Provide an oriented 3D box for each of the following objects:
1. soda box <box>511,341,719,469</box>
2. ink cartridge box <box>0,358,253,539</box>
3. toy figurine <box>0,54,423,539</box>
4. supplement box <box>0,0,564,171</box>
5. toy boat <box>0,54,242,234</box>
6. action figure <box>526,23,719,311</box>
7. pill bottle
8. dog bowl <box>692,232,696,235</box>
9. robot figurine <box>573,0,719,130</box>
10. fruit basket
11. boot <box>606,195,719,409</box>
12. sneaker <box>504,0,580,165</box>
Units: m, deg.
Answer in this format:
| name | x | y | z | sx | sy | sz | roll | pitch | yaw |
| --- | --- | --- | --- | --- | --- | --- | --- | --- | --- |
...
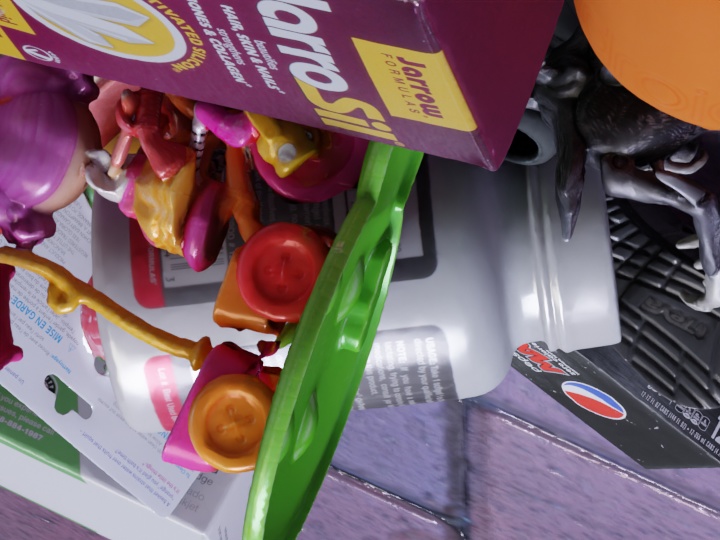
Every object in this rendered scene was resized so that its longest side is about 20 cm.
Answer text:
| name | x | y | z | sx | sy | sz | roll | pitch | yaw |
| --- | --- | --- | --- | --- | --- | --- | --- | --- | --- |
| soda box | 0.097 | 0.015 | 1.348 | 0.200 | 0.063 | 0.071 | 38 | 159 | -23 |
| ink cartridge box | -0.092 | 0.034 | 1.449 | 0.146 | 0.200 | 0.084 | 24 | 157 | 10 |
| toy figurine | -0.086 | -0.015 | 1.031 | 0.184 | 0.200 | 0.150 | 19 | -176 | 8 |
| supplement box | -0.041 | -0.121 | 0.948 | 0.200 | 0.103 | 0.131 | 14 | 161 | 20 |
| toy boat | -0.088 | -0.083 | 1.200 | 0.131 | 0.131 | 0.200 | 32 | 131 | -24 |
| action figure | 0.136 | -0.046 | 1.035 | 0.199 | 0.119 | 0.102 | 11 | 158 | 8 |
| pill bottle | 0.000 | 0.000 | 1.145 | 0.199 | 0.111 | 0.111 | -6 | 154 | 5 |
| dog bowl | 0.218 | 0.035 | 1.126 | 0.200 | 0.059 | 0.200 | 41 | -171 | -7 |
| robot figurine | 0.126 | -0.118 | 0.902 | 0.116 | 0.144 | 0.200 | 2 | 157 | 3 |
| fruit basket | -0.092 | -0.014 | 1.332 | 0.185 | 0.200 | 0.094 | 44 | 170 | -39 |
| boot | 0.106 | -0.013 | 1.246 | 0.200 | 0.070 | 0.132 | 51 | -167 | 12 |
| sneaker | 0.040 | -0.114 | 1.051 | 0.071 | 0.099 | 0.200 | 12 | 154 | 42 |
